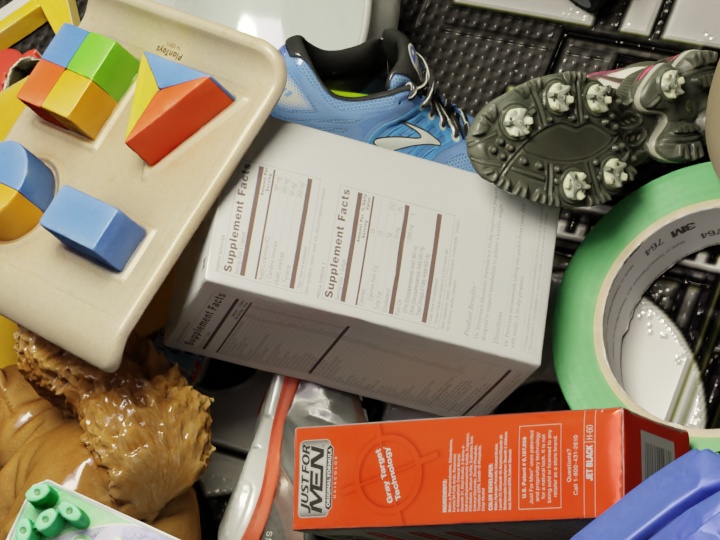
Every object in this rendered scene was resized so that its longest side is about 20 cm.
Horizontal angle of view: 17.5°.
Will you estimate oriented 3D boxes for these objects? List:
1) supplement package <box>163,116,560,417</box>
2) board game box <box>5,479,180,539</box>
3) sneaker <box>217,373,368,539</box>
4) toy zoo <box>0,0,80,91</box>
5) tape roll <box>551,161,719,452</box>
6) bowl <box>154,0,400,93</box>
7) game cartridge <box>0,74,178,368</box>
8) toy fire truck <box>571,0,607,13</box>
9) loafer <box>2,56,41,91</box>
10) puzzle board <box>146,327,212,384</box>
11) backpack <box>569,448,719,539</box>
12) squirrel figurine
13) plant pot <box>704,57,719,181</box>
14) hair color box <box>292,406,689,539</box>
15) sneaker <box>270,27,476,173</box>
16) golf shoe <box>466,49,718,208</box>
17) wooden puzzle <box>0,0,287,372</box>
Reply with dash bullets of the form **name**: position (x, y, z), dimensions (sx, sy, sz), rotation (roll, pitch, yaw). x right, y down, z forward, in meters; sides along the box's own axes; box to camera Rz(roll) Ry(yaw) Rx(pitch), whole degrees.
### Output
- **supplement package**: position (0.000, 0.000, 1.350), dimensions (0.198, 0.114, 0.110), rotation (15, 64, -13)
- **board game box**: position (-0.130, 0.236, 1.233), dimensions (0.199, 0.026, 0.201), rotation (23, 78, 12)
- **sneaker**: position (-0.022, 0.099, 1.405), dimensions (0.081, 0.077, 0.201), rotation (20, 63, -3)
- **toy zoo**: position (-0.274, -0.157, 1.659), dimensions (0.199, 0.020, 0.132), rotation (-33, 56, 4)
- **tape roll**: position (0.210, 0.035, 1.339), dimensions (0.199, 0.048, 0.202), rotation (-10, 61, 18)
- **bowl**: position (-0.041, -0.175, 1.508), dimensions (0.200, 0.090, 0.203), rotation (3, 94, 40)
- **game cartridge**: position (-0.186, -0.032, 1.464), dimensions (0.199, 0.032, 0.177), rotation (-25, 95, 27)
- **toy fire truck**: position (0.111, -0.289, 1.458), dimensions (0.129, 0.200, 0.176), rotation (-48, 56, -6)
- **loafer**: position (-0.209, -0.104, 1.533), dimensions (0.199, 0.068, 0.076), rotation (-25, 52, 48)
- **puzzle board**: position (-0.118, -0.050, 1.489), dimensions (0.150, 0.017, 0.201), rotation (30, 100, 36)
- **backpack**: position (0.200, 0.196, 1.172), dimensions (0.162, 0.200, 0.168), rotation (-32, 47, 6)
- **squirrel figurine**: position (-0.166, 0.102, 1.398), dimensions (0.201, 0.141, 0.187), rotation (-65, 31, 24)
- **plant pot**: position (0.294, -0.120, 1.298), dimensions (0.198, 0.135, 0.202), rotation (-2, 53, 3)
- **hair color box**: position (0.071, 0.116, 1.283), dimensions (0.199, 0.101, 0.062), rotation (-6, 76, 28)
- **sneaker**: position (0.028, -0.090, 1.405), dimensions (0.090, 0.199, 0.079), rotation (-61, 30, 29)
- **golf shoe**: position (0.128, -0.079, 1.370), dimensions (0.088, 0.199, 0.078), rotation (-3, 98, 51)
- **wooden puzzle**: position (-0.152, -0.062, 1.322), dimensions (0.185, 0.046, 0.201), rotation (23, 82, 44)
